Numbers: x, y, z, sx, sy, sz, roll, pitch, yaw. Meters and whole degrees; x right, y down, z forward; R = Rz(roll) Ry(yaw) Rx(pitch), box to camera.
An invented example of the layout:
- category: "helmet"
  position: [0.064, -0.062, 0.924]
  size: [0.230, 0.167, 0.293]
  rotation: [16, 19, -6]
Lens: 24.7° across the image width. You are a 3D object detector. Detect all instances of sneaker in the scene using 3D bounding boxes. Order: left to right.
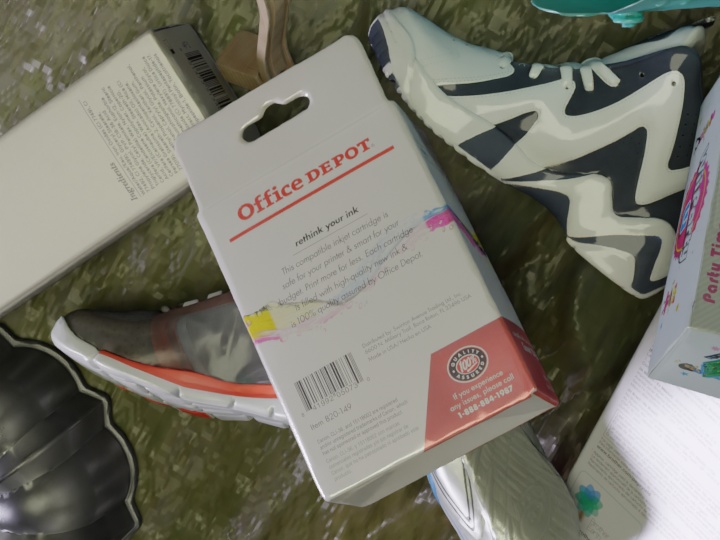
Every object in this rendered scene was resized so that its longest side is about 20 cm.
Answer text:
- category: "sneaker"
  position: [-0.068, 0.039, 0.903]
  size: [0.198, 0.077, 0.083]
  rotation: [12, 77, 7]
- category: "sneaker"
  position: [0.052, 0.072, 0.868]
  size: [0.072, 0.071, 0.201]
  rotation: [-35, 72, 57]
- category: "sneaker"
  position: [0.111, -0.095, 0.823]
  size: [0.199, 0.079, 0.130]
  rotation: [41, 101, 5]

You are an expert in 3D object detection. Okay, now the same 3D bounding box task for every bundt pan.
- category: "bundt pan"
  position: [-0.232, 0.136, 0.942]
  size: [0.200, 0.076, 0.204]
  rotation: [3, 103, 11]

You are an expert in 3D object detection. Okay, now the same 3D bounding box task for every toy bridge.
- category: "toy bridge"
  position: [-0.071, -0.157, 0.792]
  size: [0.067, 0.200, 0.027]
  rotation: [24, 65, 33]

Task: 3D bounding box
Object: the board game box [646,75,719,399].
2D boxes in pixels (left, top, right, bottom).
- category: "board game box"
  position: [0.241, 0.000, 0.727]
  size: [0.199, 0.064, 0.148]
  rotation: [17, 65, -1]

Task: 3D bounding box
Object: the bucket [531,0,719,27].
- category: "bucket"
  position: [0.140, -0.210, 0.723]
  size: [0.206, 0.134, 0.209]
  rotation: [2, 93, 46]

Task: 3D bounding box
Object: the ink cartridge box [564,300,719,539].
- category: "ink cartridge box"
  position: [0.173, 0.100, 0.823]
  size: [0.119, 0.042, 0.201]
  rotation: [44, 127, 33]

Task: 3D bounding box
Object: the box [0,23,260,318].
- category: "box"
  position: [-0.158, -0.046, 0.890]
  size: [0.199, 0.068, 0.082]
  rotation: [-31, 94, 16]

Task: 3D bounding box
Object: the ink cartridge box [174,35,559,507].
- category: "ink cartridge box"
  position: [0.000, 0.000, 0.810]
  size: [0.116, 0.067, 0.201]
  rotation: [-28, 74, 11]
